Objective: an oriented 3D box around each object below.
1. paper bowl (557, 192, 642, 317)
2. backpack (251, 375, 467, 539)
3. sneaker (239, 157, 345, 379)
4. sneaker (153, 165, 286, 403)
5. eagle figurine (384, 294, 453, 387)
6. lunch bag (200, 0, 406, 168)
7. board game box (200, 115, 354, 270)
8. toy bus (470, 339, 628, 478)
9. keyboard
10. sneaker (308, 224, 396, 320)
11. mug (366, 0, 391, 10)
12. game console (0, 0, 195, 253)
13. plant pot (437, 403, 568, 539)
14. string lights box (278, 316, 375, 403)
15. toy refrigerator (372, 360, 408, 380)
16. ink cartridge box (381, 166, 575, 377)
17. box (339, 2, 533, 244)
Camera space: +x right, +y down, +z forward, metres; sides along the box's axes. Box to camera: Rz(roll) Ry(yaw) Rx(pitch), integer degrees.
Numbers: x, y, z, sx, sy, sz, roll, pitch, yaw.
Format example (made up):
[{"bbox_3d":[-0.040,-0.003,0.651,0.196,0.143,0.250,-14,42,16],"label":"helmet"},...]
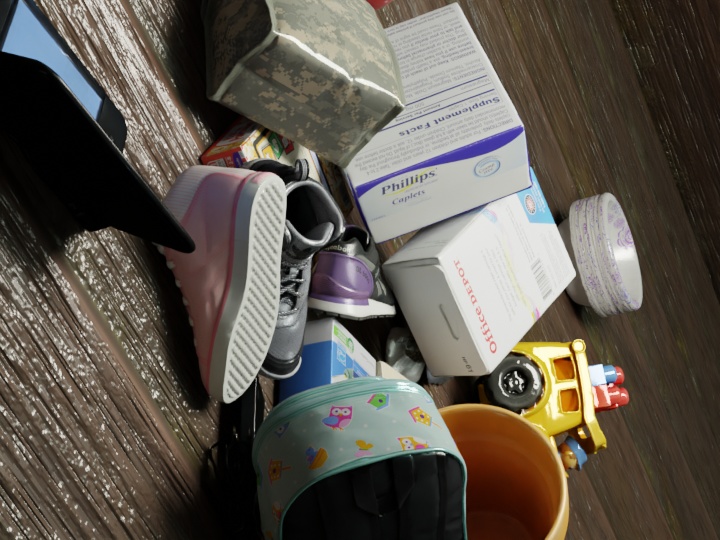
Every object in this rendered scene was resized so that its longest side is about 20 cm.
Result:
[{"bbox_3d":[0.389,-0.021,2.480,0.201,0.104,0.201,46,37,-50],"label":"paper bowl"},{"bbox_3d":[-0.004,0.173,1.221,0.200,0.176,0.153,91,-16,-53],"label":"backpack"},{"bbox_3d":[-0.066,-0.002,1.315,0.075,0.114,0.200,-4,91,-29],"label":"sneaker"},{"bbox_3d":[-0.127,0.005,1.264,0.075,0.105,0.200,-20,122,-61],"label":"sneaker"},{"bbox_3d":[0.102,0.063,1.749,0.152,0.151,0.200,-64,-168,3],"label":"eagle figurine"},{"bbox_3d":[-0.060,-0.223,1.434,0.164,0.118,0.200,26,38,-31],"label":"lunch bag"},{"bbox_3d":[-0.075,-0.086,1.470,0.200,0.046,0.152,-58,131,-61],"label":"board game box"},{"bbox_3d":[0.242,0.182,1.846,0.136,0.192,0.200,115,-31,-74],"label":"toy bus"},{"bbox_3d":[-0.106,0.180,1.273,0.104,0.040,0.200,85,3,-58],"label":"keyboard"},{"bbox_3d":[0.000,0.000,1.500,0.200,0.076,0.088,-5,105,-81],"label":"sneaker"},{"bbox_3d":[-0.058,-0.374,1.634,0.200,0.177,0.134,10,104,-62],"label":"mug"},{"bbox_3d":[-0.201,-0.123,1.097,0.200,0.116,0.176,56,30,-42],"label":"game console"},{"bbox_3d":[0.122,0.270,1.571,0.183,0.200,0.200,71,17,-54],"label":"plant pot"},{"bbox_3d":[-0.032,0.158,1.410,0.103,0.059,0.200,48,36,-52],"label":"string lights box"},{"bbox_3d":[0.020,0.199,1.474,0.076,0.070,0.200,38,38,-45],"label":"toy refrigerator"},{"bbox_3d":[0.128,0.001,1.597,0.200,0.085,0.145,-44,117,-42],"label":"ink cartridge box"},{"bbox_3d":[0.057,-0.154,1.565,0.105,0.184,0.200,72,-3,-52],"label":"box"}]
